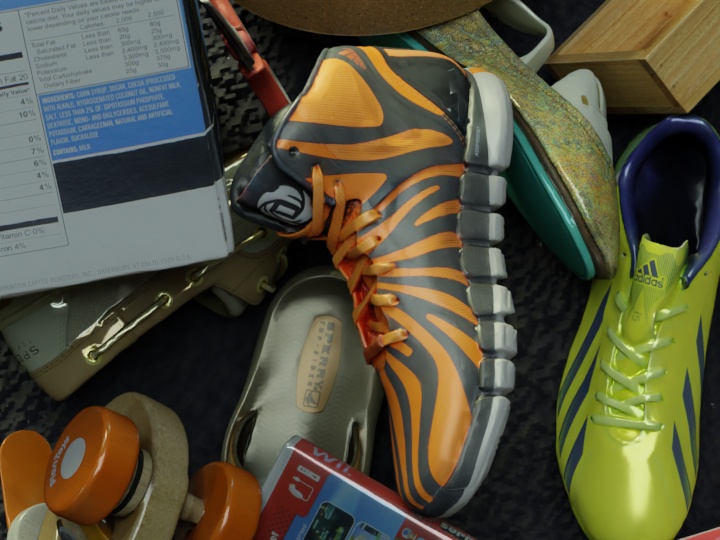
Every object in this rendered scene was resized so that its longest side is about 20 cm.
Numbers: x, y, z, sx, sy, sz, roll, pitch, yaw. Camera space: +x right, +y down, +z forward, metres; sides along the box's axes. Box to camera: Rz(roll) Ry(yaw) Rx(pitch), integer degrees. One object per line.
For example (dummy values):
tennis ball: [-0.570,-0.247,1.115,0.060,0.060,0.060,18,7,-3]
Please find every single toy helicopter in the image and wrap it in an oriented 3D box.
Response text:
toy helicopter: [-0.131,0.144,0.936,0.079,0.132,0.200,27,85,-29]

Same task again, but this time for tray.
tray: [0.182,-0.150,1.033,0.200,0.099,0.037,-44,107,-14]

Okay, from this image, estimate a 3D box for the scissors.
scissors: [-0.045,-0.087,0.931,0.014,0.200,0.073,-30,98,0]

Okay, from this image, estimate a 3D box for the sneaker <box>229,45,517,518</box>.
sneaker: [0.000,0.000,0.919,0.112,0.078,0.200,11,64,-23]

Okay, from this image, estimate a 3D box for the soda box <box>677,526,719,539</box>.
soda box: [0.217,0.126,0.954,0.200,0.070,0.064,-17,71,-5]

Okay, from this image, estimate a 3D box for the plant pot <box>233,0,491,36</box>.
plant pot: [-0.004,-0.237,0.983,0.186,0.200,0.187,-5,52,7]

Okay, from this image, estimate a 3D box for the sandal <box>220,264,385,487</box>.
sandal: [-0.026,0.091,0.973,0.080,0.054,0.200,8,78,4]

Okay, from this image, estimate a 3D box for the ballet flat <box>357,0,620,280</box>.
ballet flat: [0.070,-0.079,1.009,0.071,0.071,0.200,-34,56,-11]

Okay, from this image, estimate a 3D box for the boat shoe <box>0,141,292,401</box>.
boat shoe: [-0.071,-0.009,1.007,0.200,0.074,0.066,-29,97,-16]

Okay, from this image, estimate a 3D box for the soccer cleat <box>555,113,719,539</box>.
soccer cleat: [0.124,0.025,0.980,0.065,0.084,0.200,9,71,4]

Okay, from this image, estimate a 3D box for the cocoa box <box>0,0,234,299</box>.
cocoa box: [-0.132,-0.091,0.945,0.133,0.200,0.131,-11,115,-3]

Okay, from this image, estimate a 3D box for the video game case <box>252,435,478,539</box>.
video game case: [0.026,0.177,0.924,0.200,0.017,0.143,30,105,7]
